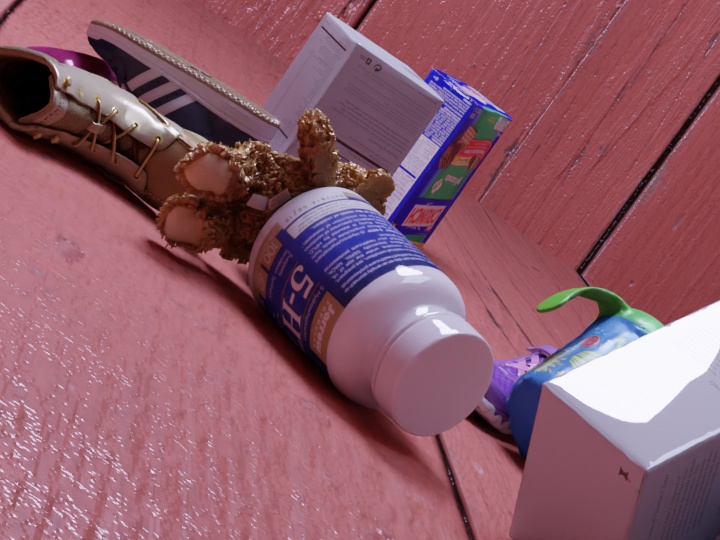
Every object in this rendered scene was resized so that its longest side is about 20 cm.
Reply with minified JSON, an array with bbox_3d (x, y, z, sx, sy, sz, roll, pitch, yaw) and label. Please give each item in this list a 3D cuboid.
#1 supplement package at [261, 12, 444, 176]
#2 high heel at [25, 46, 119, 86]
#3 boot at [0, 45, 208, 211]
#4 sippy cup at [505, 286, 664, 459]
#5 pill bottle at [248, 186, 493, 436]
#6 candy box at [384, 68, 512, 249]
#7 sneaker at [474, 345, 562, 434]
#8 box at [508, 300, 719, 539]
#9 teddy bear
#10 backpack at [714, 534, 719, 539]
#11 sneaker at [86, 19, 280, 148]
[{"bbox_3d":[-0.033,-0.122,2.029,0.109,0.201,0.114,31,10,-26],"label":"supplement package"},{"bbox_3d":[-0.247,-0.179,1.941,0.096,0.067,0.200,46,21,-5],"label":"high heel"},{"bbox_3d":[-0.202,-0.109,1.706,0.200,0.073,0.155,38,8,24],"label":"boot"},{"bbox_3d":[0.202,0.116,1.857,0.130,0.140,0.178,-21,61,-33],"label":"sippy cup"},{"bbox_3d":[0.010,0.033,1.624,0.119,0.120,0.200,28,11,-44],"label":"pill bottle"},{"bbox_3d":[0.075,-0.125,2.502,0.077,0.201,0.169,40,10,16],"label":"candy box"},{"bbox_3d":[0.151,0.103,1.935,0.080,0.089,0.200,44,12,36],"label":"sneaker"},{"bbox_3d":[0.222,0.133,1.534,0.199,0.153,0.106,-21,46,-34],"label":"box"},{"bbox_3d":[-0.071,-0.063,1.688,0.199,0.146,0.067,-15,42,-26],"label":"teddy bear"},{"bbox_3d":[0.316,0.251,1.477,0.154,0.200,0.191,10,35,-52],"label":"backpack"},{"bbox_3d":[-0.176,-0.132,1.859,0.199,0.109,0.070,32,9,17],"label":"sneaker"}]
